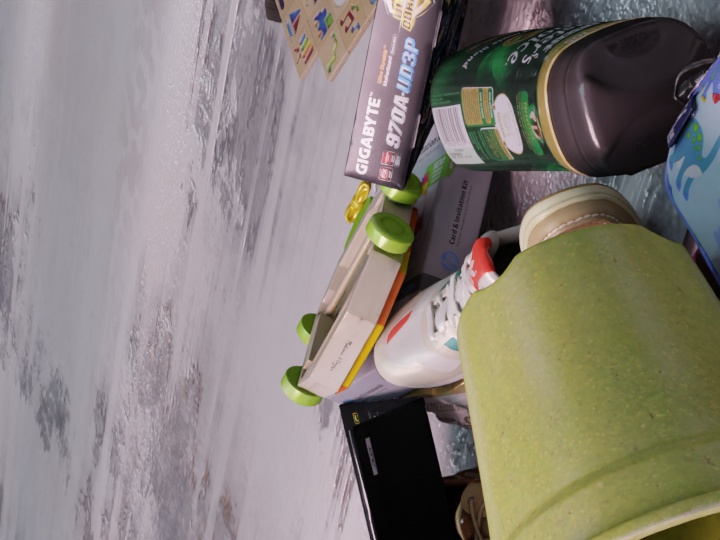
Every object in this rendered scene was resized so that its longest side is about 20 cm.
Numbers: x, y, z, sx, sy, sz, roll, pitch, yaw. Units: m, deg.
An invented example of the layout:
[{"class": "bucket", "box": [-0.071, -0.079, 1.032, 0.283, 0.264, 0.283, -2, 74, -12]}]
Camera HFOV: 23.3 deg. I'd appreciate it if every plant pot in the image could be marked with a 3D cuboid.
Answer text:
[{"class": "plant pot", "box": [0.133, 0.086, 0.857, 0.201, 0.199, 0.185, 113, 149, -46]}]

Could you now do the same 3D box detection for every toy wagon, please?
[{"class": "toy wagon", "box": [0.000, 0.000, 1.246, 0.156, 0.039, 0.200, -60, 8, 31]}]

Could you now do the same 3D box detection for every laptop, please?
[{"class": "laptop", "box": [0.011, 0.185, 1.210, 0.200, 0.103, 0.179, -12, 90, 62]}]

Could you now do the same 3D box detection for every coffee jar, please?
[{"class": "coffee jar", "box": [0.129, -0.107, 1.078, 0.200, 0.104, 0.086, 11, 120, 65]}]

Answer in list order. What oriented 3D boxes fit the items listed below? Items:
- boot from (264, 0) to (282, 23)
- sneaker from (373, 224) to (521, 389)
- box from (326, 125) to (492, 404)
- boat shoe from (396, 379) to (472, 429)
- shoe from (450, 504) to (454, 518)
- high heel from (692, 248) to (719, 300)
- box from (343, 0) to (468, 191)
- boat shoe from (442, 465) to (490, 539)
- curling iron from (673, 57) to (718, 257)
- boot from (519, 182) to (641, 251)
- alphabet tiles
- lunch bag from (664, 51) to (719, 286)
[{"class": "boot", "box": [-0.029, -0.316, 1.478, 0.200, 0.077, 0.139, -48, 44, 43]}, {"class": "sneaker", "box": [0.078, 0.010, 1.118, 0.199, 0.093, 0.071, -25, 58, 25]}, {"class": "box", "box": [0.040, -0.007, 1.293, 0.156, 0.041, 0.201, -35, 37, 64]}, {"class": "boat shoe", "box": [0.076, 0.086, 1.276, 0.071, 0.069, 0.200, -55, 11, -6]}, {"class": "shoe", "box": [0.073, 0.281, 1.318, 0.091, 0.071, 0.201, 120, 144, -57]}, {"class": "high heel", "box": [0.220, 0.058, 0.932, 0.200, 0.067, 0.097, -142, 42, -64]}, {"class": "box", "box": [0.041, -0.166, 1.219, 0.200, 0.046, 0.160, -65, -12, -63]}, {"class": "boat shoe", "box": [0.102, 0.179, 1.221, 0.200, 0.073, 0.076, 175, 91, -67]}, {"class": "curling iron", "box": [0.196, -0.039, 1.017, 0.026, 0.049, 0.201, -74, -10, -52]}, {"class": "boot", "box": [0.149, 0.057, 1.007, 0.200, 0.072, 0.156, 66, -170, -54]}, {"class": "alphabet tiles", "box": [-0.013, -0.252, 1.357, 0.200, 0.006, 0.167, -54, 41, 40]}, {"class": "lunch bag", "box": [0.239, -0.038, 0.868, 0.161, 0.082, 0.201, -60, 41, 48]}]
